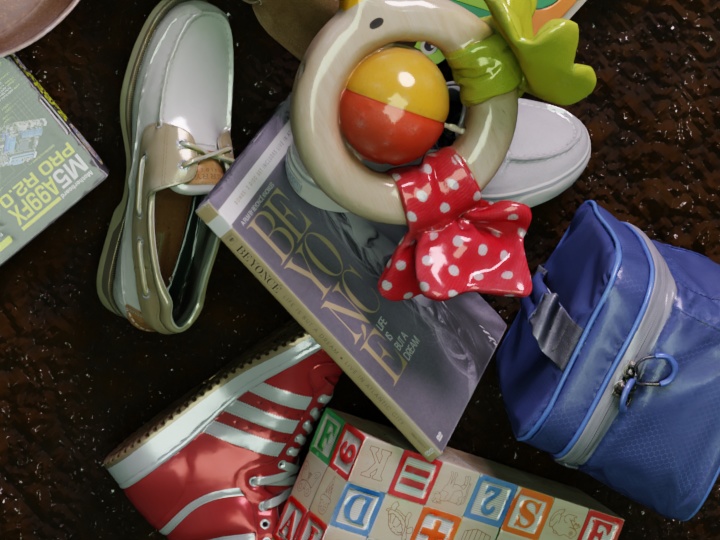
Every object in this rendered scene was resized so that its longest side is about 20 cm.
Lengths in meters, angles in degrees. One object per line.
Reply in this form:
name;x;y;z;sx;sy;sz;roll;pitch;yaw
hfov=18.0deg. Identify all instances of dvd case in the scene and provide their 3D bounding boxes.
dvd case;0.000;0.000;1.348;0.200;0.149;0.016;47;124;-9

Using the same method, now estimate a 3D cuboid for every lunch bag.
lunch bag;0.152;0.049;1.336;0.132;0.200;0.137;25;100;-7

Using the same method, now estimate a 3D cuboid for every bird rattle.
bird rattle;0.037;-0.081;1.275;0.162;0.113;0.201;19;109;-15

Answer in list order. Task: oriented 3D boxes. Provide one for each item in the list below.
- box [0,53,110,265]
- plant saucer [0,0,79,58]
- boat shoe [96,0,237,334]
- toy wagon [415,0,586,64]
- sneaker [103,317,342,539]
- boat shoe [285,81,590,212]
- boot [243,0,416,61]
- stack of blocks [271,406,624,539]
box;-0.275;-0.057;1.358;0.200;0.044;0.160;-40;100;1
plant saucer;-0.245;-0.200;1.313;0.199;0.037;0.202;2;69;-5
boat shoe;-0.103;-0.061;1.350;0.074;0.068;0.202;-1;106;-38
toy wagon;0.078;-0.187;1.354;0.200;0.040;0.155;-47;118;2
sneaker;-0.046;0.104;1.389;0.199;0.071;0.113;-35;96;8
boat shoe;0.054;-0.082;1.348;0.198;0.069;0.072;0;54;-20
boot;-0.055;-0.179;1.307;0.200;0.074;0.076;37;120;-4
stack of blocks;0.050;0.170;1.380;0.199;0.059;0.116;19;96;-29
